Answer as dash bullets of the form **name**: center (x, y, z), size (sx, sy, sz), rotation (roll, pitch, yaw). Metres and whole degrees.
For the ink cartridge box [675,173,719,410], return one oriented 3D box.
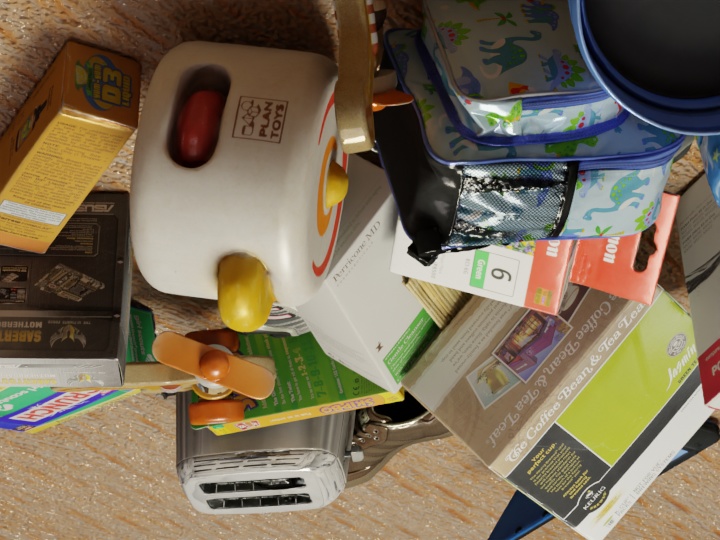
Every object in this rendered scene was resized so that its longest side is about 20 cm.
- **ink cartridge box**: center (0.339, 0.019, 1.628), size (0.145, 0.200, 0.083), rotation (13, 143, -21)

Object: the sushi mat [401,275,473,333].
- **sushi mat**: center (0.091, 0.010, 1.712), size (0.012, 0.096, 0.200), rotation (28, 168, 30)

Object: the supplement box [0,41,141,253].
- **supplement box**: center (-0.233, -0.090, 1.570), size (0.069, 0.067, 0.200), rotation (14, 147, -22)

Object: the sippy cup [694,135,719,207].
- **sippy cup**: center (0.294, -0.111, 1.476), size (0.139, 0.131, 0.178), rotation (-22, 143, 31)

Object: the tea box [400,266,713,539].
- **tea box**: center (0.179, 0.089, 1.719), size (0.200, 0.134, 0.197), rotation (-49, 138, 1)

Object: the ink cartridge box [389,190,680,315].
- **ink cartridge box**: center (0.128, -0.029, 1.547), size (0.200, 0.050, 0.109), rotation (15, 126, 10)

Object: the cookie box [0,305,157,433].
- **cookie box**: center (-0.302, 0.075, 1.799), size (0.171, 0.075, 0.200), rotation (-23, 157, 32)

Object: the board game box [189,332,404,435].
- **board game box**: center (-0.058, 0.087, 1.837), size (0.200, 0.096, 0.030), rotation (-11, 149, 17)

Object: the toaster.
- **toaster**: center (-0.096, 0.148, 1.908), size (0.200, 0.129, 0.114), rotation (-3, 148, 5)

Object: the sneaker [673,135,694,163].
- **sneaker**: center (0.165, -0.088, 1.588), size (0.200, 0.076, 0.079), rotation (-11, 164, 26)

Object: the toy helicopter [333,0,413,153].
- **toy helicopter**: center (-0.002, -0.141, 1.354), size (0.079, 0.200, 0.132), rotation (-4, 132, 6)

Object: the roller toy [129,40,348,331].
- **roller toy**: center (-0.078, -0.068, 1.475), size (0.139, 0.200, 0.183), rotation (7, 112, 9)

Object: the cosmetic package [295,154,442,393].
- **cosmetic package**: center (0.000, 0.000, 1.662), size (0.085, 0.108, 0.200), rotation (29, 165, 29)

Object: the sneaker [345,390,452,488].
- **sneaker**: center (0.013, 0.144, 1.967), size (0.200, 0.071, 0.076), rotation (-28, 139, 24)

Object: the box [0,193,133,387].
- **box**: center (-0.285, 0.014, 1.654), size (0.200, 0.159, 0.048), rotation (0, 149, -2)

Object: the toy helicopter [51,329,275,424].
- **toy helicopter**: center (-0.161, 0.088, 1.727), size (0.200, 0.079, 0.132), rotation (0, 173, -32)

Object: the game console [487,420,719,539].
- **game console**: center (0.238, 0.220, 2.042), size (0.170, 0.119, 0.200), rotation (17, 145, -27)

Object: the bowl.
- **bowl**: center (0.227, -0.188, 1.330), size (0.200, 0.039, 0.201), rotation (-5, 111, -13)

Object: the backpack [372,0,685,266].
- **backpack**: center (0.122, -0.107, 1.436), size (0.200, 0.183, 0.147), rotation (0, 129, -17)

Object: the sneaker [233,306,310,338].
- **sneaker**: center (-0.095, 0.010, 1.728), size (0.087, 0.074, 0.200), rotation (-27, 145, 28)
